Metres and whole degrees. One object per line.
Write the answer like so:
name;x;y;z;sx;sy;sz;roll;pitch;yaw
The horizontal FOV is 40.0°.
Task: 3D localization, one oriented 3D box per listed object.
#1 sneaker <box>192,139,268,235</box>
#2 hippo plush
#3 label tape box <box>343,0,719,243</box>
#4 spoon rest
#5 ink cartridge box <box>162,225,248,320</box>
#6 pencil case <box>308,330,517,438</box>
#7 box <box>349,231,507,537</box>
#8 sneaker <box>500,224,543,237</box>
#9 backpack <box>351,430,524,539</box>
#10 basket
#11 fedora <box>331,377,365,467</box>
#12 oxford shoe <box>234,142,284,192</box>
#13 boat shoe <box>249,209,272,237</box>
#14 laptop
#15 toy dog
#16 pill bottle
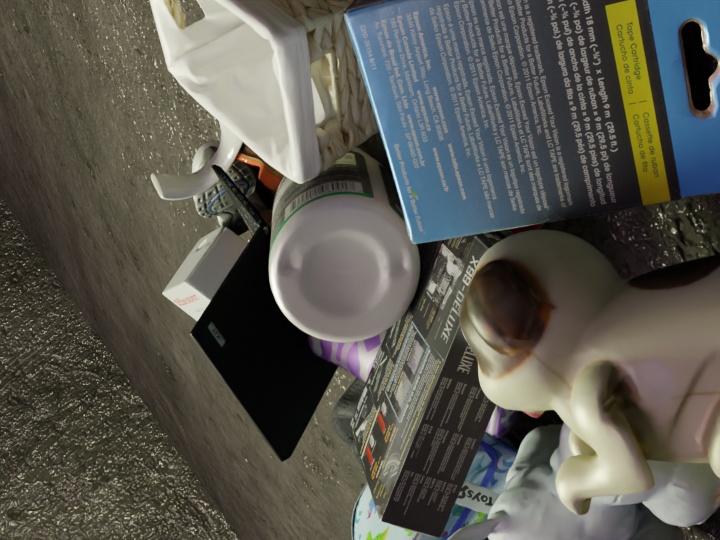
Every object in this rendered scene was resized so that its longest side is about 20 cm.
sneaker;-0.158;-0.102;1.107;0.088;0.074;0.200;62;174;14
hippo plush;0.168;0.133;0.698;0.198;0.160;0.162;20;125;-6
label tape box;0.108;-0.105;0.551;0.198;0.063;0.145;-8;115;21
spoon rest;-0.133;-0.155;0.952;0.201;0.060;0.100;-56;44;24
ink cartridge box;-0.120;0.049;1.155;0.200;0.084;0.145;39;162;-13
pencil case;0.050;0.072;0.849;0.199;0.084;0.086;25;171;22
box;0.056;0.062;0.714;0.158;0.049;0.201;-121;51;-73
sneaker;0.084;-0.108;0.638;0.108;0.067;0.202;40;155;35
backpack;0.083;0.216;0.881;0.146;0.184;0.200;32;179;-13
basket;-0.063;-0.187;0.767;0.200;0.123;0.136;41;152;35
fedora;0.030;0.161;1.058;0.201;0.091;0.201;45;155;28
oxford shoe;-0.082;-0.133;0.980;0.200;0.071;0.073;40;119;52
boat shoe;-0.051;0.008;1.061;0.200;0.072;0.068;41;150;31
laptop;-0.099;0.034;0.886;0.200;0.103;0.178;47;168;50
toy dog;0.149;0.043;0.530;0.198;0.140;0.195;14;118;20
pill bottle;-0.016;-0.033;0.797;0.200;0.112;0.114;-98;-15;-69
